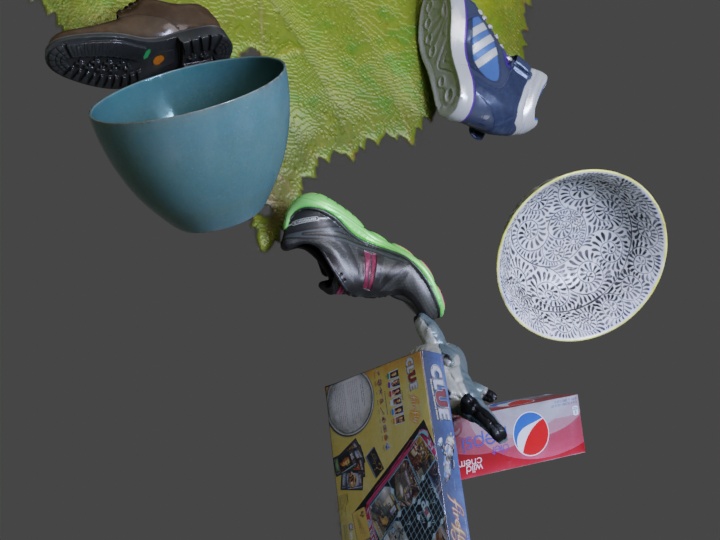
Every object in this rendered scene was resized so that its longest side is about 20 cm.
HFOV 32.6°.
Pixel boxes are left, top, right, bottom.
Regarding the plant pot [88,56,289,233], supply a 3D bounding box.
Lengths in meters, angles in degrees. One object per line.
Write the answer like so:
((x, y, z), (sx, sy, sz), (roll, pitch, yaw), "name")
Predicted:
((-0.155, -0.118, 1.227), (0.199, 0.199, 0.136), (-28, 117, -31), "plant pot")

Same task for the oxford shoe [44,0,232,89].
((-0.242, -0.245, 1.302), (0.198, 0.073, 0.085), (-11, 58, -30), "oxford shoe")

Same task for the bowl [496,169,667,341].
((0.233, -0.031, 1.382), (0.198, 0.094, 0.203), (-5, 113, -12), "bowl")

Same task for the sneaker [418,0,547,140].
((0.153, -0.253, 1.476), (0.145, 0.080, 0.203), (8, 62, -30), "sneaker")

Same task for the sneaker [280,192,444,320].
((0.000, 0.000, 1.306), (0.199, 0.077, 0.084), (33, 76, -5), "sneaker")

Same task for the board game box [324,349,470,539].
((0.034, 0.194, 1.191), (0.034, 0.135, 0.203), (15, 61, -45), "board game box")

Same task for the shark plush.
((0.103, 0.108, 1.236), (0.082, 0.200, 0.092), (19, 91, -25), "shark plush")

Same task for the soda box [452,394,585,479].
((0.133, 0.174, 1.276), (0.198, 0.070, 0.064), (-8, 89, -26), "soda box")
